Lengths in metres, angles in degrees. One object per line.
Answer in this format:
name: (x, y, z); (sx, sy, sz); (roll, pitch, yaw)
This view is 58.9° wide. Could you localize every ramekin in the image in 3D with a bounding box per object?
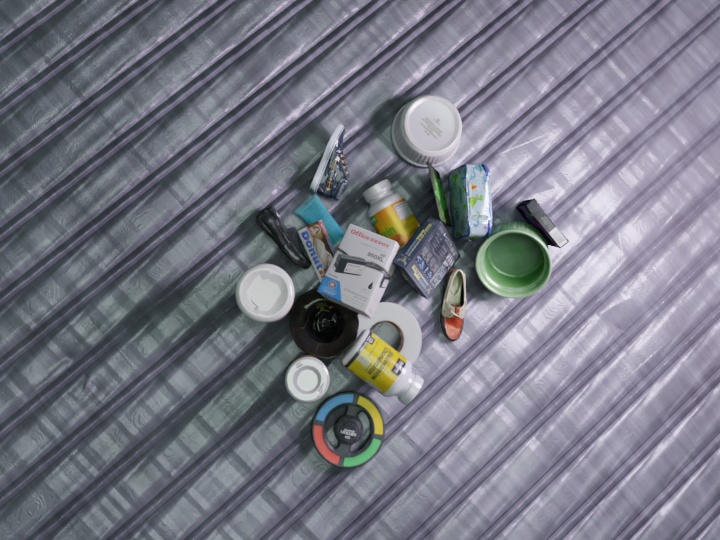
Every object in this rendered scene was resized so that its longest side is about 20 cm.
ramekin: (0.416, -0.034, 1.723); (0.198, 0.098, 0.201); (8, 118, 15)
ramekin: (0.191, -0.394, 1.773); (0.201, 0.094, 0.204); (1, 85, -7)

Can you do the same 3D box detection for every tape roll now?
tape roll: (0.063, 0.187, 1.723); (0.199, 0.066, 0.202); (1, 84, -7)

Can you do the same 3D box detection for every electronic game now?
electronic game: (-0.032, 0.425, 1.703); (0.198, 0.042, 0.202); (1, 85, -6)

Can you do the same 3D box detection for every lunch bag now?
lunch bag: (0.297, -0.186, 1.735); (0.082, 0.161, 0.202); (-3, 87, -11)

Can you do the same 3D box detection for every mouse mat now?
mouse mat: (0.214, -0.200, 1.712); (0.007, 0.200, 0.162); (-14, 86, 14)

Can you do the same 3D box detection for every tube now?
tube: (-0.088, -0.112, 1.745); (0.077, 0.050, 0.200); (-41, 86, -3)

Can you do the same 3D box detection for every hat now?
hat: (-0.095, 0.150, 1.696); (0.199, 0.081, 0.202); (-1, 62, 2)

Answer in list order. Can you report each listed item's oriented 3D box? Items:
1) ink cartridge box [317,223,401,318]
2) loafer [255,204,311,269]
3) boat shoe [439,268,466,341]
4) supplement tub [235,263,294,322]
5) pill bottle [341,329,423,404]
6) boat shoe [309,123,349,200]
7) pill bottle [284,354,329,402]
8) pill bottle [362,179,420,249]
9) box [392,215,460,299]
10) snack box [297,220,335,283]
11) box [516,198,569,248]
ink cartridge box: (0.000, 0.000, 1.647); (0.144, 0.084, 0.201); (22, 81, 18)
loafer: (-0.198, -0.090, 1.717); (0.070, 0.068, 0.201); (-42, 87, 2)
boat shoe: (0.259, 0.095, 1.754); (0.071, 0.063, 0.202); (5, 86, -8)
supplement tub: (-0.241, 0.062, 1.633); (0.144, 0.200, 0.147); (1, 85, -7)
pill bottle: (0.059, 0.250, 1.628); (0.200, 0.112, 0.112); (37, 82, -2)
boat shoe: (-0.063, -0.296, 1.754); (0.090, 0.071, 0.201); (22, 90, -5)
pill bottle: (-0.138, 0.272, 1.626); (0.110, 0.200, 0.112); (0, 85, -5)
pill bottle: (0.088, -0.140, 1.731); (0.111, 0.111, 0.201); (-29, 88, -8)
box: (0.179, -0.031, 1.694); (0.051, 0.200, 0.158); (31, 81, 35)
snack box: (-0.097, -0.030, 1.727); (0.072, 0.024, 0.201); (-24, 90, 23)
box: (0.490, -0.128, 1.730); (0.036, 0.200, 0.143); (-39, 90, 9)
